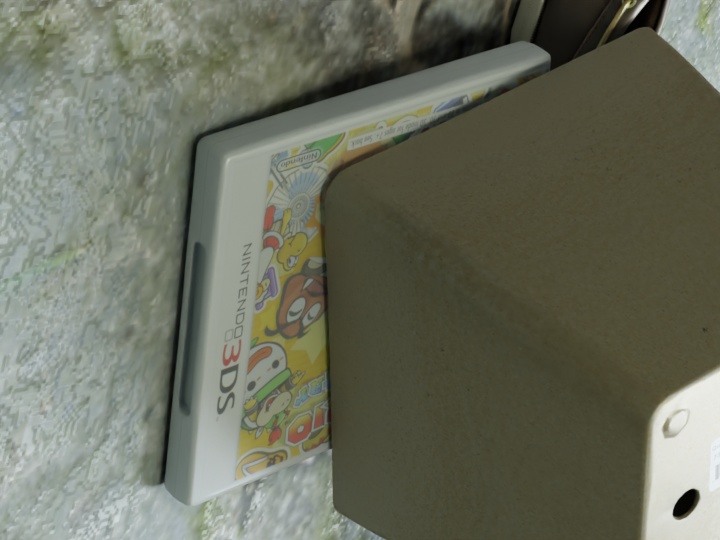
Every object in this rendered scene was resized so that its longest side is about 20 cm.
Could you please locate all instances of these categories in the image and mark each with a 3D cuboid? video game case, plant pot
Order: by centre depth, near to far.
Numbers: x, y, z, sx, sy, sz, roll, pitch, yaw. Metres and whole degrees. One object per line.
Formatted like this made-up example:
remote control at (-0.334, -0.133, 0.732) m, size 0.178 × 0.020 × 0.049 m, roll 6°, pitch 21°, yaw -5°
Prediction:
plant pot at (0.116, 0.043, 1.178) m, size 0.199 × 0.177 × 0.201 m, roll -26°, pitch 135°, yaw -29°
video game case at (0.000, 0.000, 1.189) m, size 0.199 × 0.023 × 0.183 m, roll -20°, pitch 130°, yaw -39°

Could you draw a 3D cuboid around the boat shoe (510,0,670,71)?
boat shoe at (0.098, -0.062, 1.268) m, size 0.072 × 0.059 × 0.201 m, roll -9°, pitch 121°, yaw -52°
